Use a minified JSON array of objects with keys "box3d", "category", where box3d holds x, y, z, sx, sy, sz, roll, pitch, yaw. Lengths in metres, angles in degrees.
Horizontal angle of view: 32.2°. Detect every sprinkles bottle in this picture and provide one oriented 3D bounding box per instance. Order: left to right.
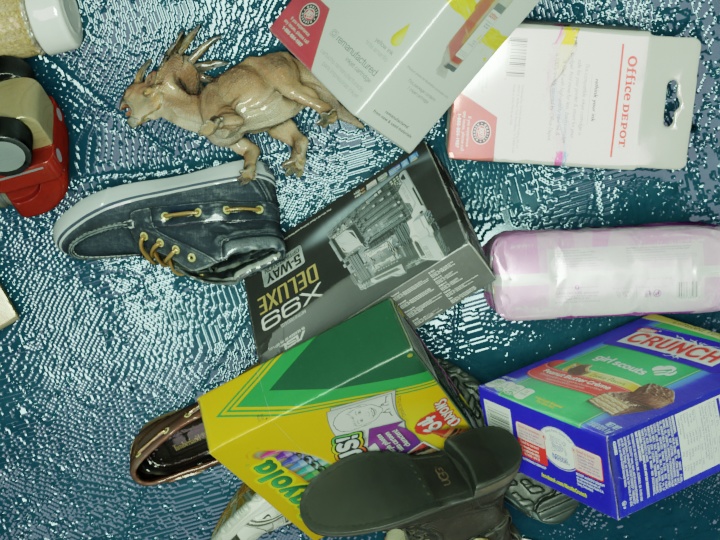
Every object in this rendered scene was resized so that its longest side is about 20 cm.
[{"box3d":[-0.337,-0.196,1.042,0.200,0.068,0.068,-13,104,4],"category":"sprinkles bottle"}]

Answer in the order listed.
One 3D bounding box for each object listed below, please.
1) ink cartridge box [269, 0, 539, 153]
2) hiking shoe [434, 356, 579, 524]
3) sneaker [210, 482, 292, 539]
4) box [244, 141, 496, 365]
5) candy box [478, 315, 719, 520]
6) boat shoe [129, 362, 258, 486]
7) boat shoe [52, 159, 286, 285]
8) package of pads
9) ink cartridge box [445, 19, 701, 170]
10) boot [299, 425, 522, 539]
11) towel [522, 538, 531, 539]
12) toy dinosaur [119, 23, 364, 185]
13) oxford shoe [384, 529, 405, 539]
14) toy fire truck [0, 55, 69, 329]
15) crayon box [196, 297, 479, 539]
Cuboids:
[{"box3d":[0.044,-0.220,0.990,0.200,0.145,0.083,-49,140,11],"category":"ink cartridge box"},{"box3d":[0.108,0.160,1.131,0.200,0.087,0.074,43,78,12],"category":"hiking shoe"},{"box3d":[-0.050,0.205,1.143,0.200,0.076,0.088,-43,102,12],"category":"sneaker"},{"box3d":[0.000,0.000,1.040,0.200,0.158,0.050,-32,125,12],"category":"box"},{"box3d":[0.230,0.113,1.032,0.200,0.169,0.077,-18,107,-27],"category":"candy box"},{"box3d":[-0.117,0.140,1.130,0.200,0.070,0.070,-29,102,6],"category":"boat shoe"},{"box3d":[-0.164,-0.027,1.066,0.200,0.071,0.091,-16,63,3],"category":"boat shoe"},{"box3d":[0.204,0.000,1.055,0.200,0.121,0.076,-3,94,2],"category":"package of pads"},{"box3d":[0.176,-0.150,1.054,0.200,0.068,0.117,4,105,1],"category":"ink cartridge box"},{"box3d":[0.049,0.215,1.029,0.200,0.069,0.174,-12,139,-12],"category":"boot"},{"box3d":[0.185,0.363,1.206,0.191,0.032,0.200,18,103,-4],"category":"towel"},{"box3d":[-0.095,-0.151,1.054,0.200,0.136,0.086,-11,145,-19],"category":"toy dinosaur"},{"box3d":[0.050,0.263,1.174,0.074,0.071,0.200,48,111,25],"category":"oxford shoe"},{"box3d":[-0.323,-0.056,1.067,0.176,0.129,0.200,-15,143,5],"category":"toy fire truck"},{"box3d":[-0.008,0.128,1.006,0.172,0.058,0.200,-28,141,7],"category":"crayon box"}]
